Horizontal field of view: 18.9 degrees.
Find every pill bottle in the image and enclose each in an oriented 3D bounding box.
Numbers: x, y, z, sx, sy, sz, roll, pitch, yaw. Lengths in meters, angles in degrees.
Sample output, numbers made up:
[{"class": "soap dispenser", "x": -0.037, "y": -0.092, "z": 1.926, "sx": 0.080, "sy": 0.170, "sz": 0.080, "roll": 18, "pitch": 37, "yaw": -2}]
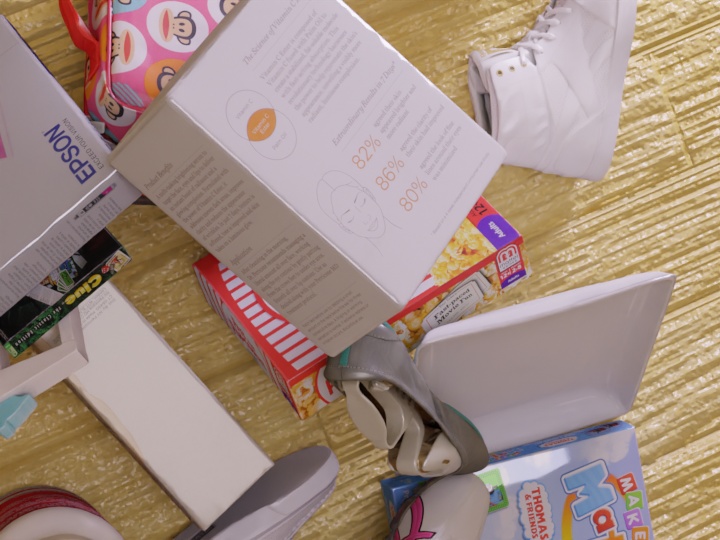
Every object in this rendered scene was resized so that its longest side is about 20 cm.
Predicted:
[{"class": "pill bottle", "x": -0.212, "y": 0.213, "z": 1.482, "sx": 0.111, "sy": 0.200, "sz": 0.113, "roll": 0, "pitch": 91, "yaw": -14}]

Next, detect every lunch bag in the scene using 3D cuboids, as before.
[{"class": "lunch bag", "x": -0.126, "y": -0.171, "z": 1.522, "sx": 0.175, "sy": 0.082, "sz": 0.201, "roll": 9, "pitch": 59, "yaw": -15}]

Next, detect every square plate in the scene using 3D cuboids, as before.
[{"class": "square plate", "x": 0.122, "y": 0.073, "z": 1.590, "sx": 0.199, "sy": 0.199, "sz": 0.029, "roll": -14, "pitch": 59, "yaw": -14}]

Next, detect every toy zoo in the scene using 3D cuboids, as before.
[{"class": "toy zoo", "x": -0.257, "y": 0.029, "z": 1.474, "sx": 0.130, "sy": 0.020, "sz": 0.201, "roll": -22, "pitch": 52, "yaw": 8}]

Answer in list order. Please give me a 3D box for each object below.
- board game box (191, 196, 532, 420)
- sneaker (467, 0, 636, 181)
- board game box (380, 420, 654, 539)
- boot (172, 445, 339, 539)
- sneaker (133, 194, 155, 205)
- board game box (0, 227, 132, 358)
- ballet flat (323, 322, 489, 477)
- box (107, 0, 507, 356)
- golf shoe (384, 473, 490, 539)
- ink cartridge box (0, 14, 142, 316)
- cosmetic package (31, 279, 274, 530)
[{"class": "board game box", "x": 0.000, "y": 0.000, "z": 1.562, "sx": 0.199, "sy": 0.152, "sz": 0.046, "roll": -32, "pitch": 137, "yaw": -12}, {"class": "sneaker", "x": 0.141, "y": -0.173, "z": 1.631, "sx": 0.115, "sy": 0.074, "sz": 0.202, "roll": 6, "pitch": 91, "yaw": -17}, {"class": "board game box", "x": 0.126, "y": 0.212, "z": 1.650, "sx": 0.199, "sy": 0.037, "sz": 0.152, "roll": -13, "pitch": 98, "yaw": -14}, {"class": "boot", "x": -0.082, "y": 0.221, "z": 1.592, "sx": 0.200, "sy": 0.074, "sz": 0.096, "roll": -36, "pitch": 110, "yaw": -7}, {"class": "sneaker", "x": -0.123, "y": -0.061, "z": 1.558, "sx": 0.199, "sy": 0.082, "sz": 0.077, "roll": -3, "pitch": 51, "yaw": -21}, {"class": "board game box", "x": -0.248, "y": -0.035, "z": 1.485, "sx": 0.105, "sy": 0.200, "sz": 0.023, "roll": -41, "pitch": 142, "yaw": -5}, {"class": "ballet flat", "x": 0.029, "y": 0.107, "z": 1.504, "sx": 0.200, "sy": 0.067, "sz": 0.064, "roll": 53, "pitch": 42, "yaw": -44}, {"class": "box", "x": -0.034, "y": -0.074, "z": 1.404, "sx": 0.200, "sy": 0.106, "sz": 0.153, "roll": 42, "pitch": 57, "yaw": -8}, {"class": "golf shoe", "x": 0.051, "y": 0.231, "z": 1.546, "sx": 0.073, "sy": 0.092, "sz": 0.201, "roll": 47, "pitch": 59, "yaw": -30}, {"class": "ink cartridge box", "x": -0.272, "y": -0.053, "z": 1.465, "sx": 0.200, "sy": 0.196, "sz": 0.043, "roll": -40, "pitch": 142, "yaw": -3}, {"class": "cosmetic package", "x": -0.159, "y": 0.084, "z": 1.544, "sx": 0.073, "sy": 0.103, "sz": 0.200, "roll": -42, "pitch": 99, "yaw": -9}]
